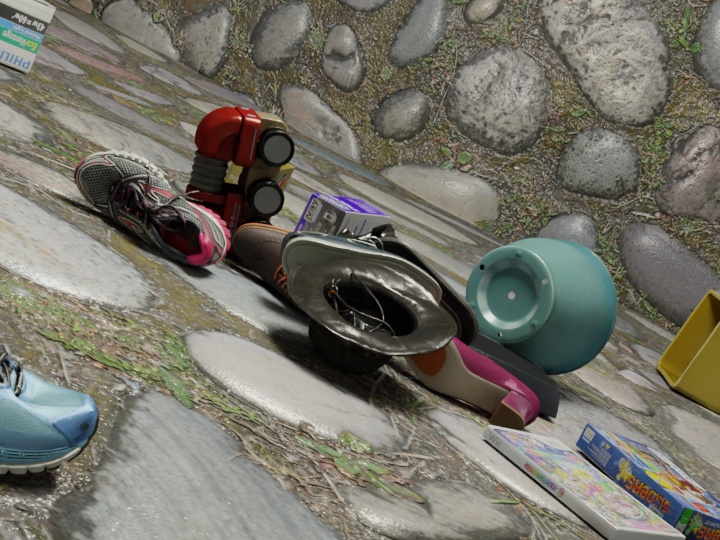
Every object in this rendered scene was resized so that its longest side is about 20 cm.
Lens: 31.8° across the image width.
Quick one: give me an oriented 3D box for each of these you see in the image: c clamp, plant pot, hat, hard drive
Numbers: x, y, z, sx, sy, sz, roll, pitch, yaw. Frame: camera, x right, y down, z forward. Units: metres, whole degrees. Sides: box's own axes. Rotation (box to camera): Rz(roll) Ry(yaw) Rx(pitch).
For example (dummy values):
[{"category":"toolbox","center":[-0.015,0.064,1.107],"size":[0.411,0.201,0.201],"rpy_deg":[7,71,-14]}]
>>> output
[{"category":"c clamp","center":[0.046,0.041,1.559],"size":[0.199,0.171,0.027],"rpy_deg":[41,41,1]},{"category":"plant pot","center":[0.737,0.186,2.511],"size":[0.199,0.197,0.194],"rpy_deg":[33,9,-2]},{"category":"plant pot","center":[0.243,0.043,1.807],"size":[0.199,0.202,0.187],"rpy_deg":[32,9,29]},{"category":"hat","center":[0.004,0.066,1.381],"size":[0.197,0.082,0.201],"rpy_deg":[16,24,-7]},{"category":"hard drive","center":[0.167,0.122,1.672],"size":[0.198,0.043,0.135],"rpy_deg":[26,9,-11]}]

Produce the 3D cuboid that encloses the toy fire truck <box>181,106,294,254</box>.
[{"category":"toy fire truck","center":[-0.201,-0.125,1.605],"size":[0.197,0.179,0.129],"rpy_deg":[8,16,-18]}]

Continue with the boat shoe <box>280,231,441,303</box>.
[{"category":"boat shoe","center":[0.000,0.000,1.489],"size":[0.197,0.076,0.062],"rpy_deg":[12,22,-9]}]

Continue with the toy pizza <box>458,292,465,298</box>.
[{"category":"toy pizza","center":[0.119,0.048,1.964],"size":[0.198,0.032,0.200],"rpy_deg":[26,9,-4]}]

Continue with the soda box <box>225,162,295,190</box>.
[{"category":"soda box","center":[-0.171,-0.160,2.152],"size":[0.067,0.065,0.200],"rpy_deg":[28,9,5]}]

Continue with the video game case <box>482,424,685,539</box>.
[{"category":"video game case","center":[0.240,0.233,1.364],"size":[0.142,0.018,0.199],"rpy_deg":[17,14,-45]}]

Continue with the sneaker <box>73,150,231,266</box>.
[{"category":"sneaker","center":[-0.241,-0.073,1.454],"size":[0.198,0.081,0.075],"rpy_deg":[29,11,3]}]

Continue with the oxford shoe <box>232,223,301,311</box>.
[{"category":"oxford shoe","center":[-0.077,0.005,1.537],"size":[0.198,0.072,0.072],"rpy_deg":[30,15,11]}]

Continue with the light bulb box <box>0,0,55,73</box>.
[{"category":"light bulb box","center":[-0.658,-0.452,2.151],"size":[0.197,0.126,0.199],"rpy_deg":[19,12,-44]}]

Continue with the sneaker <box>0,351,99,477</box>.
[{"category":"sneaker","center":[-0.240,0.055,0.741],"size":[0.198,0.091,0.078],"rpy_deg":[24,10,-27]}]

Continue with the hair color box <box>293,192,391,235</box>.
[{"category":"hair color box","center":[-0.033,-0.045,1.795],"size":[0.064,0.111,0.200],"rpy_deg":[29,9,15]}]

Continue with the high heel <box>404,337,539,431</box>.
[{"category":"high heel","center":[0.128,0.114,1.500],"size":[0.199,0.068,0.096],"rpy_deg":[35,20,10]}]

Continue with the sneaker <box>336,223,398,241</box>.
[{"category":"sneaker","center":[0.050,0.001,1.645],"size":[0.197,0.113,0.077],"rpy_deg":[10,11,-10]}]

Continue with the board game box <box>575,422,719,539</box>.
[{"category":"board game box","center":[0.362,0.259,1.509],"size":[0.134,0.035,0.200],"rpy_deg":[23,11,-30]}]
